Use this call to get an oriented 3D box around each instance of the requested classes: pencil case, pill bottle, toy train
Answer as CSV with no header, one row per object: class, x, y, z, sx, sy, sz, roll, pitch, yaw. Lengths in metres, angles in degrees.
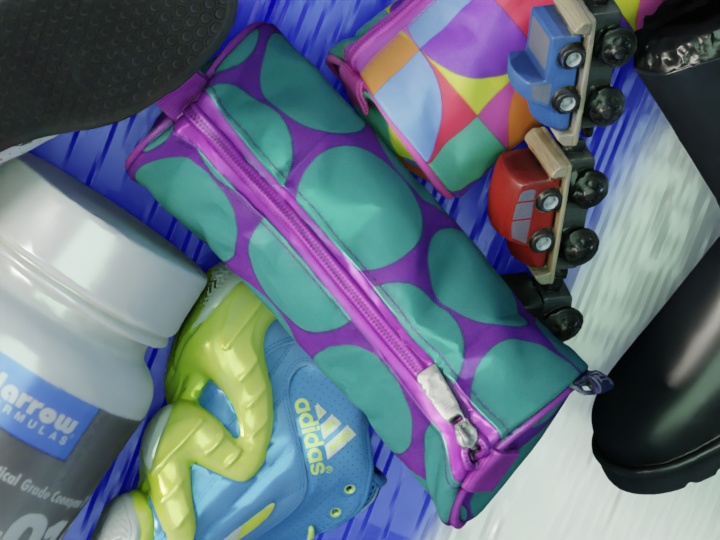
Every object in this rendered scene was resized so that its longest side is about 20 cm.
pencil case,0.000,0.000,1.033,0.085,0.092,0.200,-44,85,12
pill bottle,-0.154,0.059,1.054,0.114,0.114,0.200,33,94,-7
pencil case,0.078,-0.121,1.062,0.200,0.088,0.088,-45,98,2
toy train,0.072,-0.029,1.052,0.046,0.034,0.200,-6,129,-17

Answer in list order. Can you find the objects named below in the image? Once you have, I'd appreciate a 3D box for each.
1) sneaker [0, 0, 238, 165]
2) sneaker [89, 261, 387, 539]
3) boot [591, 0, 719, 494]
sneaker,-0.135,-0.082,1.013,0.201,0.108,0.067,-32,114,15
sneaker,-0.050,0.101,1.085,0.105,0.076,0.200,22,94,-7
boot,0.144,-0.028,1.053,0.200,0.076,0.168,-36,121,-2
